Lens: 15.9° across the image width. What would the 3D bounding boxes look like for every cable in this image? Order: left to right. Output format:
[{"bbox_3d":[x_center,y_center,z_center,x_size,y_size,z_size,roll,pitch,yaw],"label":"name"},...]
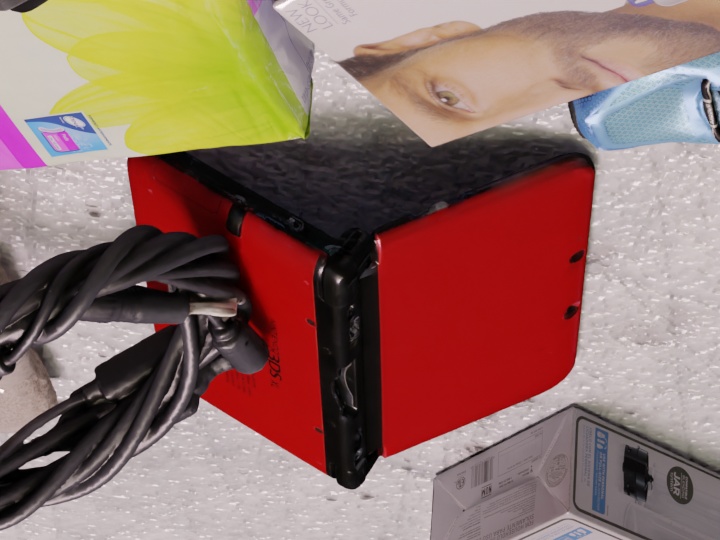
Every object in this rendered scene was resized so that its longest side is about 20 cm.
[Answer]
[{"bbox_3d":[-0.137,0.051,1.087,0.200,0.051,0.163,-23,156,-2],"label":"cable"}]

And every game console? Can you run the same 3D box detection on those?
[{"bbox_3d":[0.000,0.000,1.170,0.172,0.119,0.200,30,153,18],"label":"game console"}]

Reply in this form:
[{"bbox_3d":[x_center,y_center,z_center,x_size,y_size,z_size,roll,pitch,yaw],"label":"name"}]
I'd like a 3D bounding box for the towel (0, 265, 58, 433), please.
[{"bbox_3d":[-0.256,0.036,1.245,0.200,0.035,0.133,0,149,6],"label":"towel"}]

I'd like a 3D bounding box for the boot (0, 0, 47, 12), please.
[{"bbox_3d":[-0.110,-0.140,0.803,0.200,0.070,0.132,-14,152,28],"label":"boot"}]

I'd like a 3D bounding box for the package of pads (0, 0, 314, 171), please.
[{"bbox_3d":[-0.108,-0.116,0.946,0.154,0.068,0.200,-5,148,16],"label":"package of pads"}]

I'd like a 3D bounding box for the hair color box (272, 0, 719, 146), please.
[{"bbox_3d":[0.080,-0.120,0.922,0.200,0.065,0.109,-16,144,32],"label":"hair color box"}]

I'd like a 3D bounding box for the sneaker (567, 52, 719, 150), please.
[{"bbox_3d":[0.172,-0.071,0.963,0.200,0.090,0.078,-9,146,22],"label":"sneaker"}]

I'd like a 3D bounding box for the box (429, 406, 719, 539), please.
[{"bbox_3d":[0.148,0.149,1.354,0.200,0.060,0.117,25,143,-31],"label":"box"}]
